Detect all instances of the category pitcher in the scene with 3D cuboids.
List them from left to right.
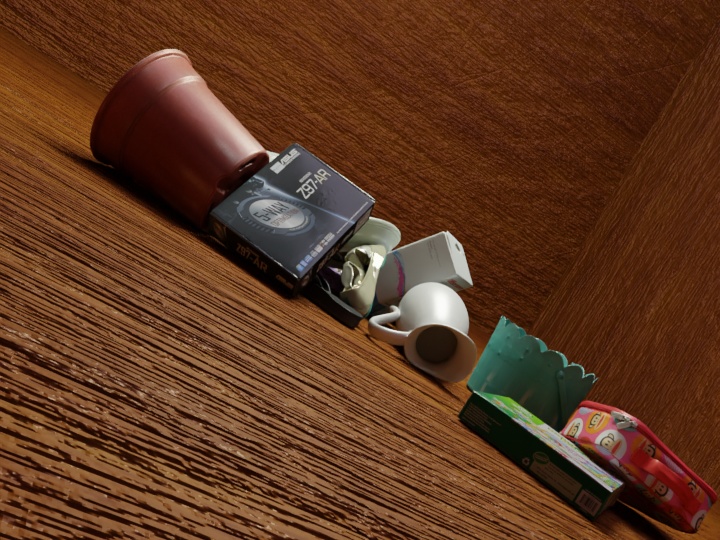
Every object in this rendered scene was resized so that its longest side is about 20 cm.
[{"bbox_3d":[0.093,0.086,1.177,0.168,0.123,0.200,19,16,-4],"label":"pitcher"}]

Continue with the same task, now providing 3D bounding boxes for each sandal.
[{"bbox_3d":[-0.074,0.014,1.121,0.198,0.043,0.076,34,4,14],"label":"sandal"}]

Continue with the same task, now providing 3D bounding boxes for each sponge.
[{"bbox_3d":[-0.115,-0.024,1.402,0.198,0.030,0.112,31,4,-22],"label":"sponge"}]

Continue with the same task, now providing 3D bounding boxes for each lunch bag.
[{"bbox_3d":[0.389,0.275,1.033,0.199,0.082,0.176,42,-10,-6],"label":"lunch bag"}]

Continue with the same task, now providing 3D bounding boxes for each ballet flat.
[{"bbox_3d":[0.000,0.000,1.206,0.069,0.070,0.201,31,31,-12],"label":"ballet flat"}]

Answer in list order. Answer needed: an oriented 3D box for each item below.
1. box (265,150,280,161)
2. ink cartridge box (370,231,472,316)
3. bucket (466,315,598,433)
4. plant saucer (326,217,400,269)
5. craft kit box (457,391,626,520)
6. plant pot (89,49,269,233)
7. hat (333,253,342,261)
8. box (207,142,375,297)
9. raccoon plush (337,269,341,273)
[{"bbox_3d":[-0.181,-0.164,1.419,0.197,0.158,0.047,8,63,-42],"label":"box"},{"bbox_3d":[0.092,0.012,1.345,0.144,0.197,0.086,22,48,-68],"label":"ink cartridge box"},{"bbox_3d":[0.289,0.187,1.262,0.205,0.136,0.207,32,4,-3],"label":"bucket"},{"bbox_3d":[-0.024,-0.042,1.342,0.195,0.051,0.201,-1,-18,0],"label":"plant saucer"},{"bbox_3d":[0.239,0.234,0.956,0.199,0.049,0.197,35,1,26],"label":"craft kit box"},{"bbox_3d":[-0.247,-0.174,1.070,0.194,0.202,0.201,40,4,7],"label":"plant pot"},{"bbox_3d":[-0.108,-0.074,1.157,0.196,0.083,0.201,13,-1,0],"label":"hat"},{"bbox_3d":[-0.095,-0.078,1.058,0.159,0.200,0.044,36,-38,10],"label":"box"},{"bbox_3d":[0.051,0.039,1.598,0.198,0.098,0.134,33,-4,6],"label":"raccoon plush"}]
